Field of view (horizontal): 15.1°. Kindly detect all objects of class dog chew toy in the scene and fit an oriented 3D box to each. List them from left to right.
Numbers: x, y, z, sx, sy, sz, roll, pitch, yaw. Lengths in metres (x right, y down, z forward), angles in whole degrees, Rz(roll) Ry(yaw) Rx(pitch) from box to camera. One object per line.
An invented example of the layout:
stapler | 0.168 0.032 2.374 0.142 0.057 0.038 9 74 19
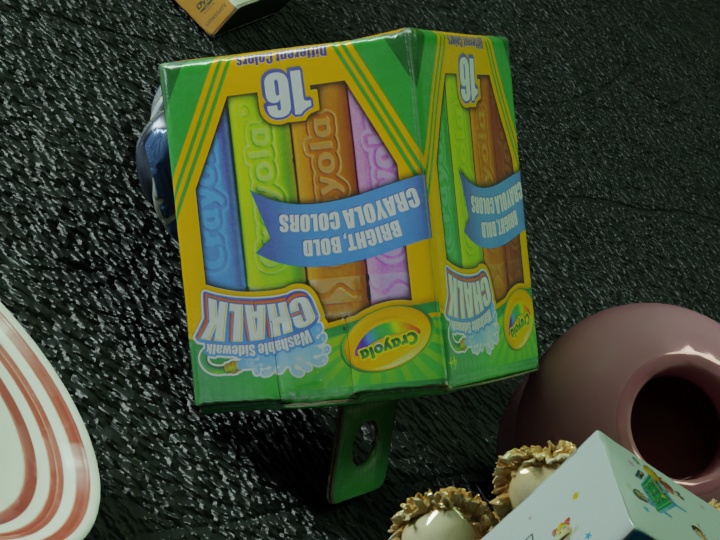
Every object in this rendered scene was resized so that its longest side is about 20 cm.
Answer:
dog chew toy | 0.121 0.085 1.299 0.125 0.125 0.200 43 -17 -3

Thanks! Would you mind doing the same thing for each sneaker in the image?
sneaker | -0.077 -0.062 1.347 0.085 0.077 0.200 38 9 14

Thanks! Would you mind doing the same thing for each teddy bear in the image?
teddy bear | 0.095 0.130 1.164 0.200 0.145 0.067 24 35 -35

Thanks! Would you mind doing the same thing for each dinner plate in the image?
dinner plate | -0.177 0.032 0.980 0.200 0.024 0.200 38 20 -16

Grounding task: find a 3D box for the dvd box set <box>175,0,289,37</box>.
dvd box set | -0.129 -0.228 1.641 0.200 0.029 0.146 45 19 1

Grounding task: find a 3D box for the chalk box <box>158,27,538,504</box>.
chalk box | 0.000 0.000 1.204 0.125 0.124 0.200 -10 94 -68

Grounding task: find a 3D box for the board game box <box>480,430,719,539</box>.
board game box | 0.120 0.171 1.110 0.200 0.148 0.064 33 24 -30
